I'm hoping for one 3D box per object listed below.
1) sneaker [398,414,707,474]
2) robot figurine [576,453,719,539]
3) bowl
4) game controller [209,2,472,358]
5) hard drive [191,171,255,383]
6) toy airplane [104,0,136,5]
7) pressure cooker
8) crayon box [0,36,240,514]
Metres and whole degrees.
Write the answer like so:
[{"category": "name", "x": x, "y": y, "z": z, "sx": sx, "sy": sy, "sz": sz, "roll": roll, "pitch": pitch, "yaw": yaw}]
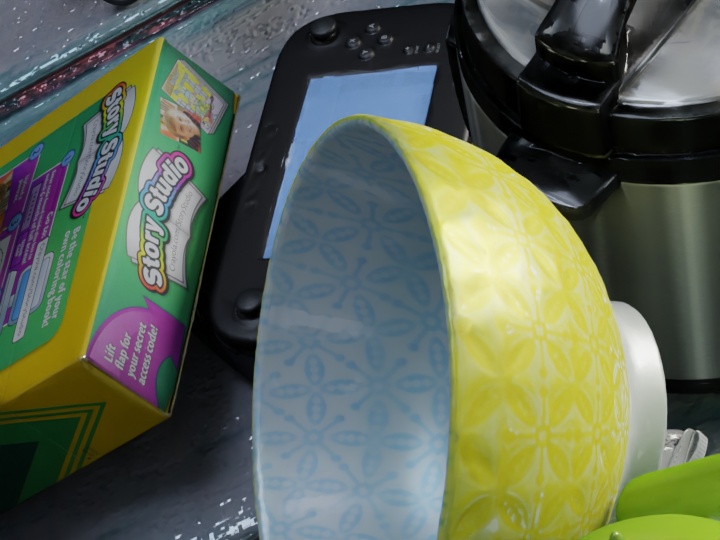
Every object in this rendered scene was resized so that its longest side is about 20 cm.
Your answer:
[{"category": "sneaker", "x": 0.049, "y": 0.072, "z": 0.926, "sx": 0.199, "sy": 0.075, "sz": 0.082, "roll": 20, "pitch": 75, "yaw": 31}, {"category": "robot figurine", "x": 0.111, "y": 0.144, "z": 0.713, "sx": 0.115, "sy": 0.200, "sz": 0.177, "roll": -1, "pitch": 68, "yaw": 31}, {"category": "bowl", "x": 0.042, "y": 0.048, "z": 0.817, "sx": 0.107, "sy": 0.201, "sz": 0.201, "roll": 2, "pitch": 36, "yaw": -20}, {"category": "game controller", "x": -0.001, "y": -0.043, "z": 1.035, "sx": 0.104, "sy": 0.042, "sz": 0.201, "roll": -10, "pitch": 46, "yaw": 26}, {"category": "hard drive", "x": 0.000, "y": 0.000, "z": 1.058, "sx": 0.135, "sy": 0.042, "sz": 0.200, "roll": -45, "pitch": 41, "yaw": -13}, {"category": "toy airplane", "x": -0.088, "y": -0.245, "z": 1.284, "sx": 0.199, "sy": 0.141, "sz": 0.199, "roll": 23, "pitch": 65, "yaw": 46}, {"category": "pressure cooker", "x": 0.126, "y": -0.075, "z": 0.902, "sx": 0.177, "sy": 0.201, "sz": 0.177, "roll": -12, "pitch": 49, "yaw": 2}, {"category": "crayon box", "x": -0.146, "y": 0.011, "z": 1.099, "sx": 0.172, "sy": 0.058, "sz": 0.201, "roll": -29, "pitch": 37, "yaw": 35}]
